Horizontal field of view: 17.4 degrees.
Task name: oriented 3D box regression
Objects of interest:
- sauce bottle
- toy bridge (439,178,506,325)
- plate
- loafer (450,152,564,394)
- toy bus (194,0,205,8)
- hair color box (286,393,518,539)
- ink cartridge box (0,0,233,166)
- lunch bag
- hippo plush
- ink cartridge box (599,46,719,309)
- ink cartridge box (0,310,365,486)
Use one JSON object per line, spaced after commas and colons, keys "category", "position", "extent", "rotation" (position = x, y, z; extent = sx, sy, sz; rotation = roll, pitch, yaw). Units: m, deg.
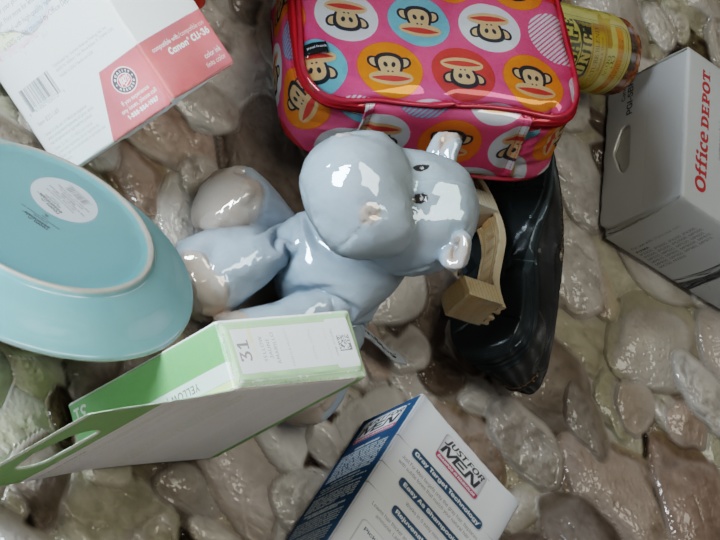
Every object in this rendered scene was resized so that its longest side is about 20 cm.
{"category": "sauce bottle", "position": [0.120, -0.169, 1.724], "extent": [0.200, 0.066, 0.066], "rotation": [3, 66, -41]}
{"category": "toy bridge", "position": [0.062, -0.046, 1.588], "extent": [0.067, 0.027, 0.200], "rotation": [18, 40, -37]}
{"category": "plate", "position": [-0.182, -0.023, 1.314], "extent": [0.200, 0.026, 0.200], "rotation": [21, 30, -13]}
{"category": "loafer", "position": [0.107, -0.006, 1.631], "extent": [0.072, 0.073, 0.200], "rotation": [51, 42, -43]}
{"category": "toy bus", "position": [-0.128, -0.265, 1.477], "extent": [0.136, 0.192, 0.200], "rotation": [-16, 51, -25]}
{"category": "hair color box", "position": [0.011, 0.179, 1.433], "extent": [0.100, 0.061, 0.200], "rotation": [49, 44, -13]}
{"category": "ink cartridge box", "position": [-0.180, -0.172, 1.395], "extent": [0.200, 0.116, 0.067], "rotation": [57, 42, -5]}
{"category": "lunch bag", "position": [0.040, -0.152, 1.579], "extent": [0.200, 0.082, 0.176], "rotation": [5, 52, -15]}
{"category": "hippo plush", "position": [0.000, 0.000, 1.443], "extent": [0.200, 0.161, 0.159], "rotation": [22, 54, -35]}
{"category": "ink cartridge box", "position": [0.285, -0.056, 1.807], "extent": [0.200, 0.083, 0.147], "rotation": [29, 52, -31]}
{"category": "ink cartridge box", "position": [-0.116, 0.072, 1.304], "extent": [0.200, 0.145, 0.048], "rotation": [-2, 70, -44]}
